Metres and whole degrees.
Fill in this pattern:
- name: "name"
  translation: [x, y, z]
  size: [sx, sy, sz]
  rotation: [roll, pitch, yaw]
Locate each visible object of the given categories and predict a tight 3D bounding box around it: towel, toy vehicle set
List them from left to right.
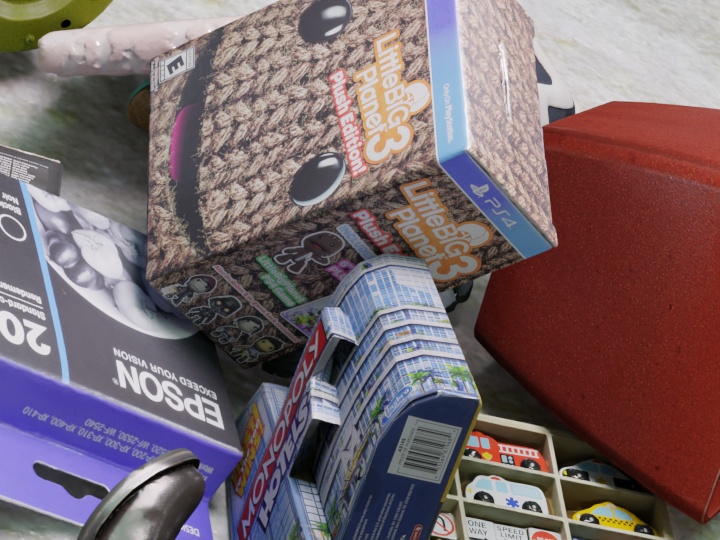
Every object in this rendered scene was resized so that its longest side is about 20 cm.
- name: "towel"
  translation: [-0.074, -0.138, 1.589]
  size: [0.198, 0.033, 0.191]
  rotation: [-5, 6, 9]
- name: "toy vehicle set"
  translation: [0.079, 0.133, 1.474]
  size: [0.198, 0.027, 0.125]
  rotation: [13, 37, -17]

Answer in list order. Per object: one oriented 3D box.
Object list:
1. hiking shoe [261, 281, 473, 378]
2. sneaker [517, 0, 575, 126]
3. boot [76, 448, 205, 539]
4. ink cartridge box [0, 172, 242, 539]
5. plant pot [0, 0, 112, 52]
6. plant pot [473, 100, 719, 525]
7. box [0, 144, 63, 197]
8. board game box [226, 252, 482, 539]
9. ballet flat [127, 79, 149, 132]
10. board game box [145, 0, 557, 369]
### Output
- name: "hiking shoe"
  translation: [0.000, 0.000, 1.530]
  size: [0.074, 0.087, 0.200]
  rotation: [12, 27, 24]
- name: "sneaker"
  translation: [0.074, -0.131, 1.580]
  size: [0.079, 0.130, 0.200]
  rotation: [-21, 54, 6]
- name: "boot"
  translation: [-0.077, 0.199, 1.251]
  size: [0.173, 0.069, 0.200]
  rotation: [31, 60, 7]
- name: "ink cartridge box"
  translation: [-0.150, 0.043, 1.368]
  size: [0.197, 0.043, 0.201]
  rotation: [25, 36, -40]
- name: "plant pot"
  translation: [-0.228, -0.242, 1.622]
  size: [0.199, 0.201, 0.193]
  rotation: [-3, 46, -33]
- name: "plant pot"
  translation: [0.182, 0.001, 1.550]
  size: [0.175, 0.201, 0.200]
  rotation: [23, 20, 19]
- name: "box"
  translation: [-0.266, -0.012, 1.434]
  size: [0.199, 0.050, 0.199]
  rotation: [16, 37, -14]
- name: "board game box"
  translation: [-0.016, 0.096, 1.358]
  size: [0.061, 0.201, 0.200]
  rotation: [13, 23, -17]
- name: "ballet flat"
  translation: [-0.048, -0.082, 1.652]
  size: [0.199, 0.068, 0.073]
  rotation: [1, 61, -36]
- name: "board game box"
  translation: [-0.008, -0.065, 1.432]
  size: [0.097, 0.199, 0.160]
  rotation: [44, 33, -44]
